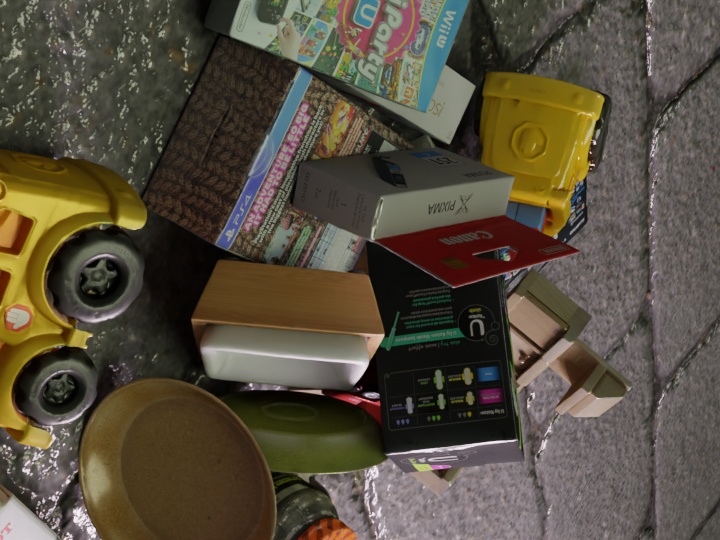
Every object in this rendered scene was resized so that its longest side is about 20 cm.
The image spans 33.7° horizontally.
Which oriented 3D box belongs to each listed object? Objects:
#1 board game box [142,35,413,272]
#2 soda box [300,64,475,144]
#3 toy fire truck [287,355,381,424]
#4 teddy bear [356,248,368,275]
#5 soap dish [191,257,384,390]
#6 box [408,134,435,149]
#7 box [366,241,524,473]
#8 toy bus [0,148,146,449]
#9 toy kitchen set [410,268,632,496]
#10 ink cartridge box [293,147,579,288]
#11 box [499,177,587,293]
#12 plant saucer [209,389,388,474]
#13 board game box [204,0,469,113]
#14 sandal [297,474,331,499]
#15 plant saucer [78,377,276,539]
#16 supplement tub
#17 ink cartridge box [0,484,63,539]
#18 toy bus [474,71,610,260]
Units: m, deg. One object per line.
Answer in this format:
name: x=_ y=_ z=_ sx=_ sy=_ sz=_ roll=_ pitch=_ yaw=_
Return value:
board game box: x=-0.067 y=-0.086 z=1.052 sx=0.200 sy=0.097 sz=0.160 roll=26 pitch=90 yaw=-56
soda box: x=0.030 y=-0.187 z=1.147 sx=0.200 sy=0.063 sz=0.068 roll=19 pitch=96 yaw=-55
toy fire truck: x=-0.030 y=0.117 z=1.236 sx=0.199 sy=0.141 sz=0.049 roll=19 pitch=63 yaw=-23
teddy bear: x=0.000 y=0.000 z=1.241 sx=0.146 sy=0.067 sz=0.200 roll=-58 pitch=153 yaw=1
soap dish: x=-0.065 y=0.051 z=1.046 sx=0.200 sy=0.156 sz=0.082 roll=111 pitch=-16 yaw=-75
box: x=0.083 y=-0.054 z=1.261 sx=0.068 sy=0.083 sz=0.200 roll=-24 pitch=151 yaw=11
box: x=0.082 y=0.079 z=1.122 sx=0.149 sy=0.123 sz=0.201 roll=57 pitch=27 yaw=-72
toy bus: x=-0.270 y=0.008 z=0.828 sx=0.191 sy=0.136 sz=0.201 roll=14 pitch=103 yaw=-42
toy kitchen set: x=0.164 y=0.145 z=1.251 sx=0.181 sy=0.163 sz=0.200 roll=-49 pitch=175 yaw=-31
ink cartridge box: x=0.072 y=-0.053 z=1.015 sx=0.199 sy=0.176 sz=0.045 roll=-13 pitch=122 yaw=-50
box: x=0.210 y=-0.070 z=1.480 sx=0.200 sy=0.046 sz=0.160 roll=-43 pitch=141 yaw=-28
plant saucer: x=-0.067 y=0.146 z=1.123 sx=0.199 sy=0.199 sz=0.031 roll=-4 pitch=103 yaw=-52
board game box: x=-0.011 y=-0.235 z=0.993 sx=0.199 sy=0.064 sz=0.148 roll=16 pitch=99 yaw=-32
sandal: x=-0.065 y=0.261 z=1.320 sx=0.080 sy=0.057 sz=0.202 roll=-36 pitch=137 yaw=-34
plant saucer: x=-0.154 y=0.185 z=1.038 sx=0.035 sy=0.199 sz=0.201 roll=-28 pitch=134 yaw=-63
supplement tub: x=-0.105 y=0.237 z=1.123 sx=0.122 sy=0.199 sz=0.123 roll=-31 pitch=134 yaw=-38
ink cartridge box: x=-0.309 y=0.264 z=0.972 sx=0.145 sy=0.083 sz=0.200 roll=-49 pitch=143 yaw=-20
toy bus: x=0.184 y=-0.097 z=1.274 sx=0.200 sy=0.135 sz=0.193 roll=39 pitch=64 yaw=-76
